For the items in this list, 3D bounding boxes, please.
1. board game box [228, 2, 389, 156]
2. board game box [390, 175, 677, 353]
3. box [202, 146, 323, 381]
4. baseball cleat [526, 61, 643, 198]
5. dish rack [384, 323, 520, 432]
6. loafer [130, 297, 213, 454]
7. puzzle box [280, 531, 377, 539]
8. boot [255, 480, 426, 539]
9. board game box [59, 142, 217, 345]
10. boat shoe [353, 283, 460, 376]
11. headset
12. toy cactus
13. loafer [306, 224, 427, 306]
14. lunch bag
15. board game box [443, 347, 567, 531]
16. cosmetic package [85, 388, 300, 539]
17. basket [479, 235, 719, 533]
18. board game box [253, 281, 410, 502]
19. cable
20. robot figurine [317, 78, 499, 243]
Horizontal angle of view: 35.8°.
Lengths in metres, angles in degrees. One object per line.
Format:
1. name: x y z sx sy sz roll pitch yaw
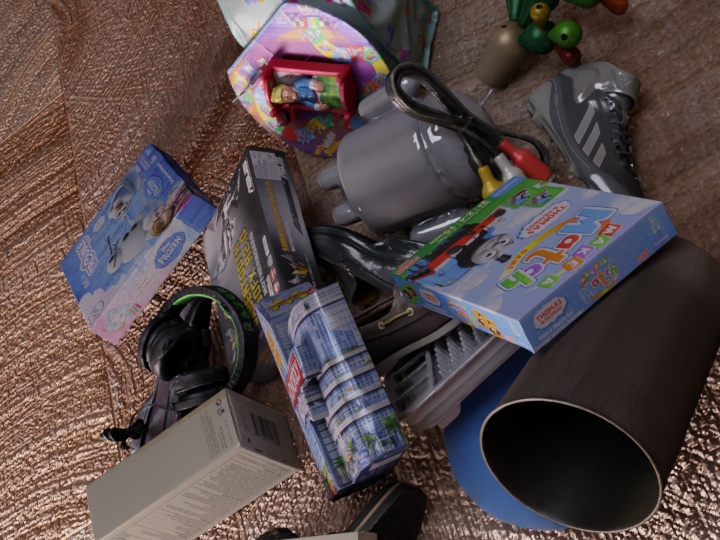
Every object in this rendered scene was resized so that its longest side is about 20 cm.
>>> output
1. board game box: -0.059 -0.187 1.190 0.200 0.158 0.039 -36 20 49
2. board game box: 0.133 -0.013 0.905 0.151 0.037 0.200 -38 25 -16
3. box: -0.109 -0.006 1.190 0.158 0.048 0.200 -55 41 43
4. baseball cleat: 0.228 -0.127 1.029 0.106 0.070 0.200 -41 51 15
5. dish rack: 0.107 0.060 1.005 0.200 0.044 0.172 -45 10 11
6. loafer: -0.193 0.122 1.235 0.063 0.072 0.200 15 85 22
7. puzzle box: -0.062 0.305 0.985 0.200 0.025 0.133 -18 66 43
8. boot: -0.038 0.255 1.046 0.200 0.077 0.138 -54 44 1
9. board game box: -0.274 -0.038 1.349 0.199 0.043 0.200 -53 34 4
10. boat shoe: 0.049 0.035 1.041 0.200 0.060 0.072 -38 11 36
11. headset: -0.190 0.104 1.148 0.124 0.094 0.200 49 116 22
12. toy cactus: 0.177 -0.258 1.124 0.165 0.102 0.200 -56 38 34
13. loafer: 0.000 0.000 1.140 0.200 0.073 0.072 10 80 41
14. lunch bag: -0.037 -0.282 1.215 0.170 0.200 0.122 -2 68 37
15. board game box: 0.170 0.131 0.968 0.200 0.039 0.158 -48 50 -5
16. cosmetic package: -0.173 0.213 1.144 0.200 0.104 0.073 -34 52 18
17. basket: 0.200 0.077 0.860 0.136 0.180 0.200 33 58 7
18. board game box: -0.033 0.093 0.997 0.062 0.200 0.200 -22 75 -12
19. cable: 0.113 -0.125 1.026 0.097 0.200 0.050 -46 17 -17
20. robot figurine: 0.056 -0.109 1.119 0.200 0.113 0.170 -22 94 27
